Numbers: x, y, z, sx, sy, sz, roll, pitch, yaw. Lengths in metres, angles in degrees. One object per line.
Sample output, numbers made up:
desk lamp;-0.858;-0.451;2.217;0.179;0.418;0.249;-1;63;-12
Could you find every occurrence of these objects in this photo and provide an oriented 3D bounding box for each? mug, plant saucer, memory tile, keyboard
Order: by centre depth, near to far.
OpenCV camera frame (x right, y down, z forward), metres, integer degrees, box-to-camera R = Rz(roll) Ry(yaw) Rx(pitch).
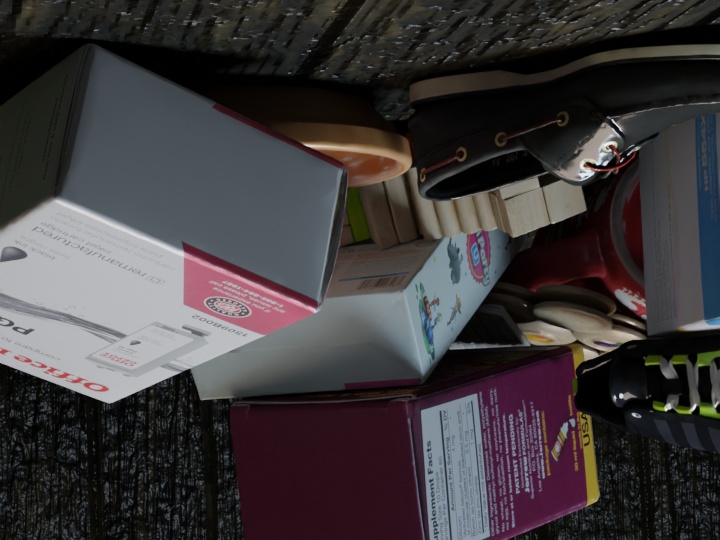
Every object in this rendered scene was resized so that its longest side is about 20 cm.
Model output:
plant saucer;-0.073;-0.067;1.157;0.200;0.037;0.200;-3;175;0
mug;0.175;0.002;1.414;0.178;0.133;0.200;-39;177;-11
keyboard;0.084;0.052;1.416;0.056;0.011;0.200;2;163;17
memory tile;0.124;0.045;1.419;0.153;0.017;0.200;4;162;32

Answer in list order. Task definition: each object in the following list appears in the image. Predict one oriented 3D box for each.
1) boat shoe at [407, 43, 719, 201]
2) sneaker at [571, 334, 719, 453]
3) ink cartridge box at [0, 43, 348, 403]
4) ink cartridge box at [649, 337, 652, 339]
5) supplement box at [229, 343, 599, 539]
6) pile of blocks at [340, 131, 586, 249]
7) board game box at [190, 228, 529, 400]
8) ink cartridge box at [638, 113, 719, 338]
boat shoe;0.111;-0.072;1.066;0.201;0.063;0.074;-8;171;37
sneaker;0.180;0.071;1.225;0.083;0.072;0.200;1;175;-22
ink cartridge box;-0.123;-0.014;1.058;0.146;0.083;0.200;23;152;-28
ink cartridge box;0.278;0.054;1.314;0.099;0.039;0.200;-1;180;-43
supplement box;0.037;0.108;1.308;0.131;0.103;0.200;-3;-175;36
pile of blocks;0.030;-0.056;1.261;0.200;0.062;0.082;-6;-157;22
board game box;0.000;0.000;1.314;0.148;0.064;0.200;-5;-155;25
ink cartridge box;0.232;-0.030;1.217;0.129;0.125;0.200;-2;176;-7
